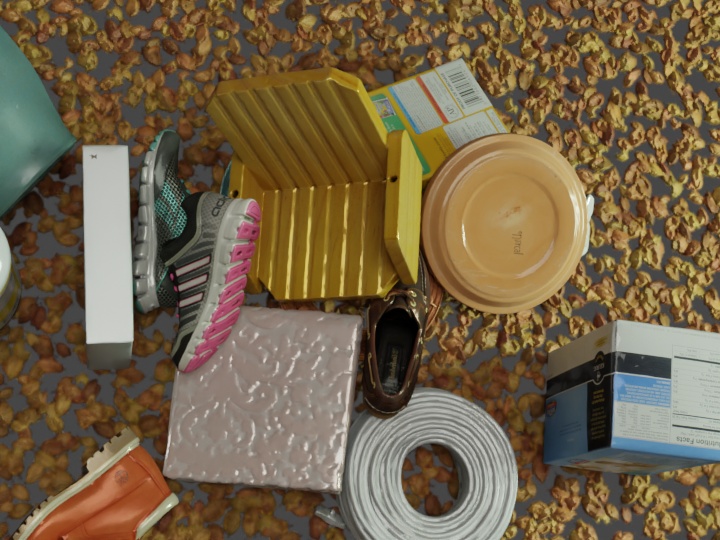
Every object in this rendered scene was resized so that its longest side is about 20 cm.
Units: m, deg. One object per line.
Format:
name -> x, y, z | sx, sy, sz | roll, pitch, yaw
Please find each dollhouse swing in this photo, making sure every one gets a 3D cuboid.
dollhouse swing -> -0.058, -0.080, 1.181 | 0.197, 0.176, 0.184 | -3, 73, 21

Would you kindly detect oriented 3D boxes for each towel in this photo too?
towel -> -0.102, 0.134, 1.234 | 0.197, 0.032, 0.194 | 4, 76, 9

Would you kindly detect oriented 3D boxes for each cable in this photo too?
cable -> 0.072, 0.224, 1.252 | 0.199, 0.069, 0.201 | 34, 72, -1

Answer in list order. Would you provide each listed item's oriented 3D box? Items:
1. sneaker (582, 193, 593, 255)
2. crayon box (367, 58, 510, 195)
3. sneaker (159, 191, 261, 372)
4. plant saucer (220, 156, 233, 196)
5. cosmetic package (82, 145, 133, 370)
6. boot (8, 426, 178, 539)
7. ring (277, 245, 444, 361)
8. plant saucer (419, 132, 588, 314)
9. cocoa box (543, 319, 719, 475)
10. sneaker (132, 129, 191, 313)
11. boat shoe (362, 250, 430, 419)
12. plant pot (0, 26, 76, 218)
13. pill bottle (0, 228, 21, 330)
sneaker -> 0.177, -0.052, 1.345 | 0.197, 0.075, 0.082 | 1, 84, -10
crayon box -> 0.062, -0.153, 1.332 | 0.198, 0.052, 0.127 | -23, 72, -26
sneaker -> -0.168, 0.006, 1.200 | 0.087, 0.074, 0.202 | 25, 112, 16
plant saucer -> -0.062, -0.071, 1.324 | 0.197, 0.027, 0.203 | 3, 75, -10
cosmetic package -> -0.263, -0.009, 1.205 | 0.051, 0.151, 0.203 | -2, 77, -11
boot -> -0.278, 0.264, 1.176 | 0.200, 0.075, 0.108 | -41, 91, -18
ring -> 0.000, 0.000, 1.295 | 0.197, 0.019, 0.203 | 3, 75, -10
plant saucer -> 0.163, -0.051, 1.296 | 0.197, 0.032, 0.203 | -2, 100, -12
cocoa box -> 0.289, 0.143, 1.246 | 0.131, 0.200, 0.133 | 8, 75, -9
sneaker -> -0.198, -0.052, 1.269 | 0.090, 0.078, 0.203 | 3, 83, -7
boat shoe -> 0.040, 0.054, 1.235 | 0.069, 0.071, 0.203 | 5, 66, -2
plant pot -> -0.406, -0.153, 1.203 | 0.188, 0.200, 0.200 | 45, 72, -13
pill bottle -> -0.399, -0.001, 1.150 | 0.110, 0.200, 0.114 | 3, 75, -10
